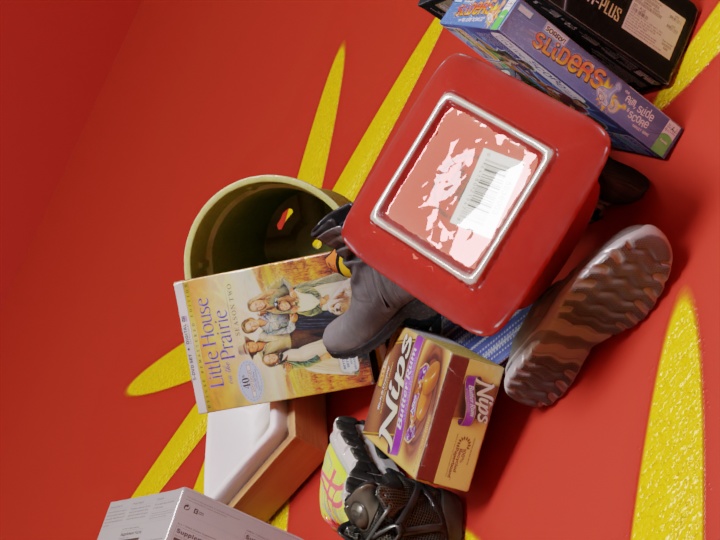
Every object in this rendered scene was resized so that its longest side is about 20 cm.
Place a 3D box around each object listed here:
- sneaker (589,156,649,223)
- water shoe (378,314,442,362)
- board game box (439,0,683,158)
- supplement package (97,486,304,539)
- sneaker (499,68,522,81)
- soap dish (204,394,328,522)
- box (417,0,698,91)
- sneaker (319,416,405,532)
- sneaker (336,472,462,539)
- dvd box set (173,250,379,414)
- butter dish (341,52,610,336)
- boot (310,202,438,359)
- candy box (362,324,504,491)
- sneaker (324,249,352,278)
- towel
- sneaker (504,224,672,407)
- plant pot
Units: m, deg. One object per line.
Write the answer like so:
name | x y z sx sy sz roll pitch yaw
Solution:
sneaker | 0.198 -0.069 1.512 0.089 0.074 0.200 -65 15 7
water shoe | 0.043 0.030 1.724 0.079 0.071 0.200 116 159 -55
board game box | 0.178 -0.174 1.493 0.034 0.200 0.135 -56 23 -2
supplement package | -0.177 0.313 1.750 0.200 0.156 0.111 -21 46 58
sneaker | 0.118 -0.084 1.551 0.202 0.146 0.077 -44 20 30
soap dish | -0.103 0.173 1.854 0.157 0.081 0.200 -50 25 27
box | 0.184 -0.247 1.566 0.164 0.200 0.086 -8 56 64
sneaker | 0.002 0.225 1.593 0.200 0.078 0.090 -104 36 -64
sneaker | 0.033 0.253 1.426 0.076 0.114 0.200 -48 28 34
dvd box set | -0.088 0.064 1.750 0.029 0.200 0.147 -11 -89 -74
butter dish | 0.120 -0.052 1.433 0.199 0.148 0.200 34 95 37
boot | 0.000 0.000 1.580 0.200 0.132 0.070 -33 20 43
candy box | 0.063 0.121 1.533 0.200 0.056 0.117 -157 83 -77
sneaker | 0.033 -0.071 1.691 0.090 0.070 0.200 2 48 41
towel | 0.130 0.024 1.613 0.145 0.024 0.200 -43 30 34
sneaker | 0.183 0.024 1.416 0.200 0.075 0.082 -48 27 31
plant pot | -0.071 -0.016 1.850 0.201 0.200 0.184 -55 -6 15
